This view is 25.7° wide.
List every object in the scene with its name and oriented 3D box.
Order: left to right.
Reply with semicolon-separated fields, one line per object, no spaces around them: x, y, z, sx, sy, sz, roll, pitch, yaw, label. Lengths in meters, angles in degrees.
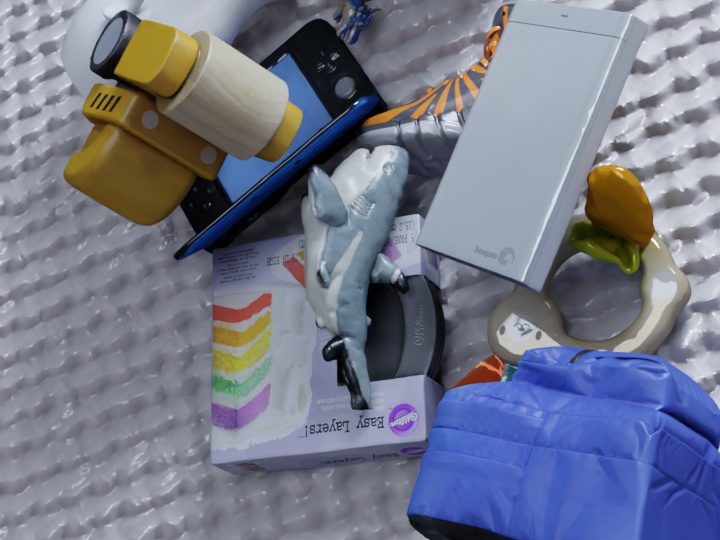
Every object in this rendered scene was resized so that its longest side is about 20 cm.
-0.168;-0.224;1.346;0.199;0.171;0.122;-36;67;9;pitcher
-0.152;-0.109;1.245;0.199;0.122;0.147;20;82;60;toy road roller
-0.087;-0.113;1.301;0.199;0.118;0.171;-38;60;9;game console
-0.024;0.061;1.256;0.198;0.052;0.187;-8;72;23;cake pan box
-0.017;-0.294;1.313;0.059;0.098;0.203;35;118;60;dragon figurine
0.000;0.000;1.202;0.082;0.091;0.202;1;65;-7;shark plush
0.093;-0.145;1.261;0.197;0.078;0.113;-7;65;13;sneaker
0.121;-0.095;1.147;0.131;0.027;0.202;21;89;54;hard drive
0.137;0.031;1.143;0.199;0.143;0.131;-32;82;5;rattle
0.145;0.142;1.092;0.198;0.162;0.170;0;63;38;backpack
